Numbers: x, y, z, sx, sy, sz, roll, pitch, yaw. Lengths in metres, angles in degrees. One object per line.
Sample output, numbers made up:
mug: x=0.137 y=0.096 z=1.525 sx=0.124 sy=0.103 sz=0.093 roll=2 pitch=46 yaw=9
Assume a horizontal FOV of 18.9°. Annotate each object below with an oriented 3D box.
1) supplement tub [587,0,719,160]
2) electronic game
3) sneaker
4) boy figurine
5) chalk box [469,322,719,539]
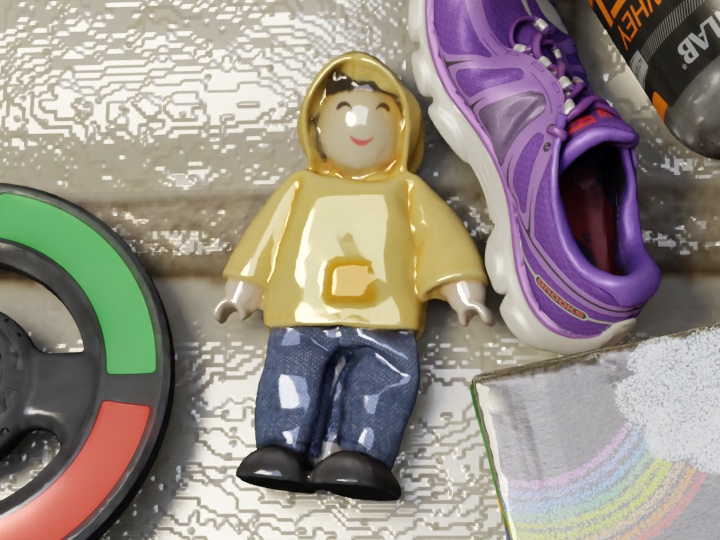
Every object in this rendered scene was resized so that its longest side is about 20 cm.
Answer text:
supplement tub: x=0.158 y=-0.135 z=0.932 sx=0.122 sy=0.123 sz=0.200 roll=-30 pitch=73 yaw=-1
electronic game: x=-0.180 y=0.052 z=0.960 sx=0.199 sy=0.042 sz=0.201 roll=-3 pitch=64 yaw=7
sneaker: x=0.086 y=-0.066 z=0.935 sx=0.080 sy=0.083 sz=0.200 roll=-11 pitch=74 yaw=-29
boy figurine: x=0.000 y=0.000 z=0.951 sx=0.124 sy=0.064 sz=0.201 roll=7 pitch=79 yaw=13
chalk box: x=0.127 y=0.135 z=0.868 sx=0.124 sy=0.124 sz=0.201 roll=-13 pitch=75 yaw=3
